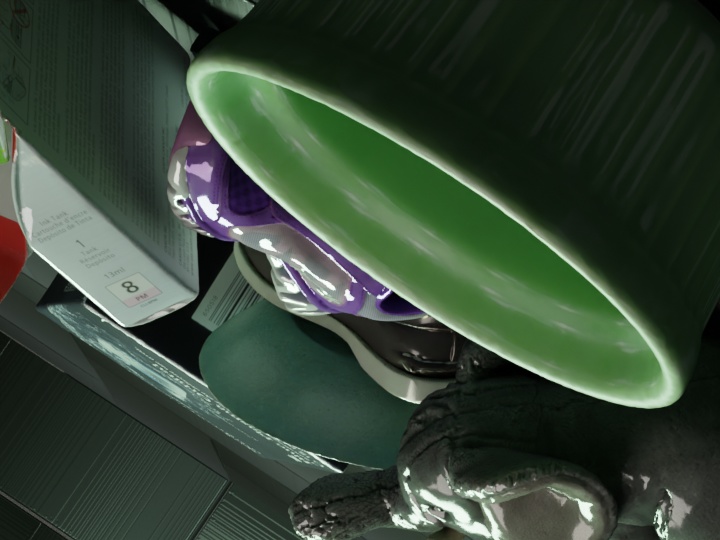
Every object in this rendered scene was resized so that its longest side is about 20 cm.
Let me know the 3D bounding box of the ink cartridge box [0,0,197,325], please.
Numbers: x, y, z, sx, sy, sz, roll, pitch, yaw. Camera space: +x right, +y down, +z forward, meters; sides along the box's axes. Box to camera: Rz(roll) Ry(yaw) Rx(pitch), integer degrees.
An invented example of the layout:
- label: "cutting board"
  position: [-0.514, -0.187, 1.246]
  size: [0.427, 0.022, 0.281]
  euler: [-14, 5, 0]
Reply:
- label: "ink cartridge box"
  position: [-0.146, -0.092, 0.939]
  size: [0.200, 0.057, 0.163]
  euler: [42, -149, -41]

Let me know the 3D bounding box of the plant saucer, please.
- label: "plant saucer"
  position: [0.012, 0.047, 1.165]
  size: [0.201, 0.039, 0.201]
  euler: [8, -156, -4]

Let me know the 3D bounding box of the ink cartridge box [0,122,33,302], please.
- label: "ink cartridge box"
  position: [-0.215, -0.060, 1.140]
  size: [0.161, 0.200, 0.050]
  euler: [20, 161, 49]

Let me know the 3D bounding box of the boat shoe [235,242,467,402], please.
- label: "boat shoe"
  position: [0.000, 0.000, 1.120]
  size: [0.201, 0.072, 0.061]
  euler: [35, 128, 45]

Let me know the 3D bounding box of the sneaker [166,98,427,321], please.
- label: "sneaker"
  position: [-0.015, -0.029, 0.960]
  size: [0.088, 0.081, 0.200]
  euler: [19, 168, 30]

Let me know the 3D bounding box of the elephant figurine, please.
- label: "elephant figurine"
  position: [0.083, 0.083, 0.954]
  size: [0.200, 0.155, 0.142]
  euler: [8, -167, -11]

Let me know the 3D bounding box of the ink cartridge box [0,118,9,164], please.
- label: "ink cartridge box"
  position: [-0.210, -0.135, 0.939]
  size: [0.076, 0.148, 0.200]
  euler: [-8, 170, -8]

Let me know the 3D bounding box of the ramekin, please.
- label: "ramekin"
  position: [0.049, -0.048, 0.719]
  size: [0.200, 0.098, 0.200]
  euler: [33, 169, 7]

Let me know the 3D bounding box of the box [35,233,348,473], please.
- label: "box"
  position: [-0.086, 0.029, 1.346]
  size: [0.197, 0.117, 0.200]
  euler: [35, 169, -13]

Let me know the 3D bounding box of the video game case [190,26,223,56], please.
- label: "video game case"
  position: [0.023, -0.046, 0.997]
  size: [0.200, 0.019, 0.143]
  euler: [24, 165, 38]
